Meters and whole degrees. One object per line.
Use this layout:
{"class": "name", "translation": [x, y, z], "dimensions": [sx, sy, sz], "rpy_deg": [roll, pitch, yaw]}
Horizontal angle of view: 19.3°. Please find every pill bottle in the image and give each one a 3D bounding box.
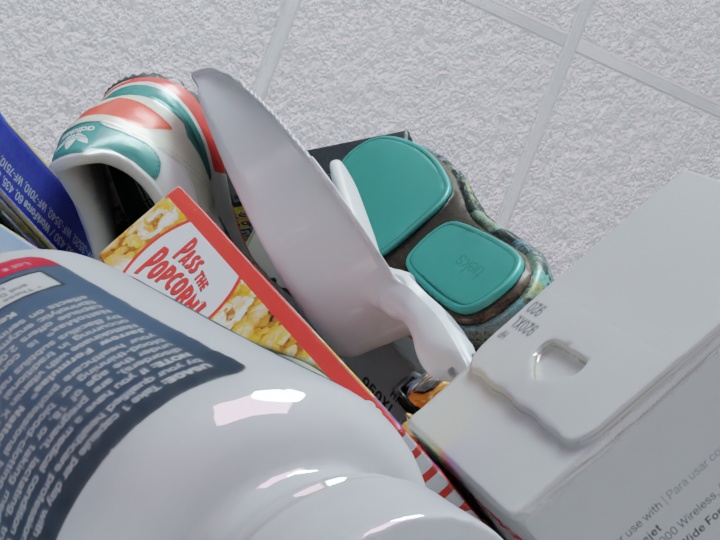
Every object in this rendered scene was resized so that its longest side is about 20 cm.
{"class": "pill bottle", "translation": [-0.051, 0.074, 0.583], "dimensions": [0.120, 0.120, 0.200], "rpy_deg": [19, 3, -40]}

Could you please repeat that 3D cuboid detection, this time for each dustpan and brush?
{"class": "dustpan and brush", "translation": [0.000, 0.000, 0.869], "dimensions": [0.140, 0.057, 0.200], "rpy_deg": [58, 6, -37]}

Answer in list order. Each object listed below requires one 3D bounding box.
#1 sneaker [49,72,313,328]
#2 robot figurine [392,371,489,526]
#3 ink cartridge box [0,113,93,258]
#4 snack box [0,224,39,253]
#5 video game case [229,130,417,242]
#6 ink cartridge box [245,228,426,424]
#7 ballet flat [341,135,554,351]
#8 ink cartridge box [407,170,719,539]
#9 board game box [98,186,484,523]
{"class": "sneaker", "translation": [-0.076, 0.017, 0.924], "dimensions": [0.070, 0.200, 0.093], "rpy_deg": [-19, 13, 28]}
{"class": "robot figurine", "translation": [0.091, 0.112, 0.883], "dimensions": [0.200, 0.058, 0.145], "rpy_deg": [51, -7, -16]}
{"class": "ink cartridge box", "translation": [-0.182, -0.053, 0.951], "dimensions": [0.200, 0.047, 0.198], "rpy_deg": [24, -19, 37]}
{"class": "snack box", "translation": [-0.142, 0.029, 0.908], "dimensions": [0.200, 0.053, 0.142], "rpy_deg": [30, -16, 39]}
{"class": "video game case", "translation": [-0.026, -0.009, 1.193], "dimensions": [0.200, 0.026, 0.181], "rpy_deg": [-9, -29, 24]}
{"class": "ink cartridge box", "translation": [0.039, 0.051, 1.067], "dimensions": [0.200, 0.084, 0.145], "rpy_deg": [9, 28, -46]}
{"class": "ballet flat", "translation": [0.040, 0.000, 0.983], "dimensions": [0.074, 0.074, 0.200], "rpy_deg": [20, 16, -25]}
{"class": "ink cartridge box", "translation": [0.143, 0.090, 0.738], "dimensions": [0.200, 0.145, 0.147], "rpy_deg": [49, -4, -15]}
{"class": "board game box", "translation": [-0.010, 0.069, 0.813], "dimensions": [0.152, 0.046, 0.200], "rpy_deg": [51, -5, -38]}
